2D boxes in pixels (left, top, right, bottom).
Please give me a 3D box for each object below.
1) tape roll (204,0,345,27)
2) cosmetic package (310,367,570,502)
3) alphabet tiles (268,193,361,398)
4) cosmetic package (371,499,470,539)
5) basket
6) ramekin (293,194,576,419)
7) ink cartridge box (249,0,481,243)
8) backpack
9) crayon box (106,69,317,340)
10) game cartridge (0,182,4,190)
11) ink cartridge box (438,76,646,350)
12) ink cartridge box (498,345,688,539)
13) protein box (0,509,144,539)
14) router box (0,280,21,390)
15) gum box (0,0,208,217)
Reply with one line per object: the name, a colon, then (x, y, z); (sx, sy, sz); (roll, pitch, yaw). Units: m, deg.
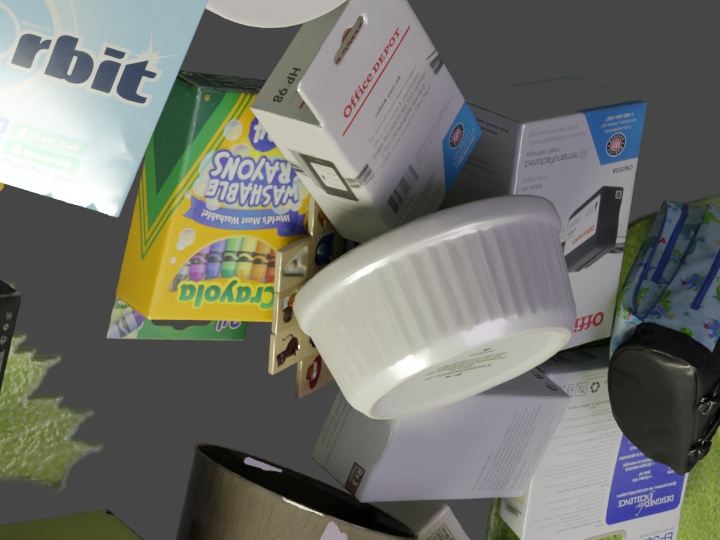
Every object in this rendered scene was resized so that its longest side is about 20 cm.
tape roll: (-0.080, -0.270, 1.365); (0.202, 0.139, 0.204); (-17, 121, -32)
cosmetic package: (0.065, 0.122, 1.685); (0.199, 0.074, 0.102); (7, 114, -46)
alphabet tiles: (0.000, 0.000, 1.603); (0.200, 0.006, 0.167); (-27, 131, -46)
cosmetic package: (0.000, 0.272, 1.723); (0.200, 0.073, 0.104); (-43, 131, -15)
basket: (-0.076, 0.255, 1.590); (0.179, 0.136, 0.201); (21, 93, -2)
ramekin: (0.061, 0.031, 1.512); (0.201, 0.095, 0.202); (-20, 164, -6)
ink cartridge box: (0.000, -0.116, 1.476); (0.116, 0.066, 0.200); (-59, 142, -19)
backpack: (0.272, 0.036, 1.754); (0.200, 0.153, 0.164); (-47, 152, -25)
crayon box: (-0.097, -0.036, 1.520); (0.125, 0.051, 0.201); (2, 109, -39)
game cartridge: (-0.280, -0.147, 1.338); (0.176, 0.032, 0.201); (7, 110, -40)
ink cartridge box: (0.135, -0.039, 1.670); (0.145, 0.084, 0.201); (-13, 118, -41)
ink cartridge box: (0.210, 0.162, 1.859); (0.197, 0.047, 0.201); (-7, 116, -37)
protein box: (-0.239, 0.298, 1.505); (0.198, 0.135, 0.201); (-4, 113, -37)
router box: (-0.308, 0.102, 1.381); (0.150, 0.062, 0.201); (-8, 116, -59)
gum box: (-0.191, -0.144, 1.279); (0.169, 0.045, 0.201); (16, 122, -17)
